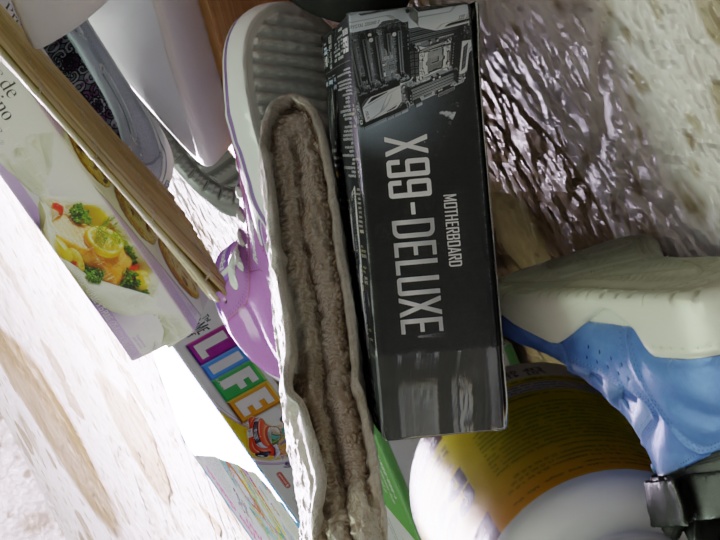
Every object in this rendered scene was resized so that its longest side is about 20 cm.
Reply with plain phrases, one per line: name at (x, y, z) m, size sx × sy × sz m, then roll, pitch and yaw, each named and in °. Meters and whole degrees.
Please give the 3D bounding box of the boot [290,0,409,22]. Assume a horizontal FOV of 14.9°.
boot at (-0.051, -0.189, 1.169) m, size 0.200 × 0.072 × 0.144 m, roll 46°, pitch 161°, yaw 35°

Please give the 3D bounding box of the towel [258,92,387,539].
towel at (-0.016, 0.048, 1.079) m, size 0.133 × 0.034 × 0.200 m, roll 89°, pitch 173°, yaw -58°

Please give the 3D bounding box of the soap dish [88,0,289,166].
soap dish at (-0.090, -0.163, 1.319) m, size 0.157 × 0.081 × 0.200 m, roll 48°, pitch 161°, yaw 41°

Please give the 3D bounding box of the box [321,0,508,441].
box at (0.018, -0.022, 1.089) m, size 0.200 × 0.050 × 0.158 m, roll -155°, pitch 59°, yaw -86°

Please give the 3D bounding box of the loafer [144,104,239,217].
loafer at (-0.093, -0.113, 1.464) m, size 0.200 × 0.075 × 0.070 m, roll 62°, pitch 178°, yaw 17°

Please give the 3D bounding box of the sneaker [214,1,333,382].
sneaker at (-0.040, -0.025, 1.237) m, size 0.114 × 0.073 × 0.201 m, roll 7°, pitch 122°, yaw 48°

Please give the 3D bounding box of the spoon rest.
spoon rest at (-0.141, -0.156, 1.262) m, size 0.200 × 0.060 × 0.100 m, roll -119°, pitch 8°, yaw -64°

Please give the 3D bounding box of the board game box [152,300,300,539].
board game box at (-0.049, 0.103, 1.431) m, size 0.200 × 0.034 × 0.135 m, roll 51°, pitch 163°, yaw 39°

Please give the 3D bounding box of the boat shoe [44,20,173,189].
boat shoe at (-0.164, -0.113, 1.343) m, size 0.201 × 0.070 × 0.072 m, roll 51°, pitch -179°, yaw 13°

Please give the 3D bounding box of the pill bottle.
pill bottle at (0.089, 0.115, 1.105) m, size 0.200 × 0.109 × 0.109 m, roll -123°, pitch 9°, yaw -71°

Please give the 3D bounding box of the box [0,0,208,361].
box at (-0.140, -0.050, 1.274) m, size 0.200 × 0.039 × 0.041 m, roll 57°, pitch -159°, yaw -19°

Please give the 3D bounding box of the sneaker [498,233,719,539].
sneaker at (0.114, 0.050, 1.031) m, size 0.200 × 0.077 × 0.111 m, roll 4°, pitch 113°, yaw 65°

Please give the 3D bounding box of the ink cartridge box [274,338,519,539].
ink cartridge box at (0.025, 0.088, 1.388) m, size 0.200 × 0.084 × 0.146 m, roll 32°, pitch 147°, yaw 64°

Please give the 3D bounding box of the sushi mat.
sushi mat at (-0.128, -0.071, 1.211) m, size 0.200 × 0.012 × 0.096 m, roll 50°, pitch -178°, yaw -35°
